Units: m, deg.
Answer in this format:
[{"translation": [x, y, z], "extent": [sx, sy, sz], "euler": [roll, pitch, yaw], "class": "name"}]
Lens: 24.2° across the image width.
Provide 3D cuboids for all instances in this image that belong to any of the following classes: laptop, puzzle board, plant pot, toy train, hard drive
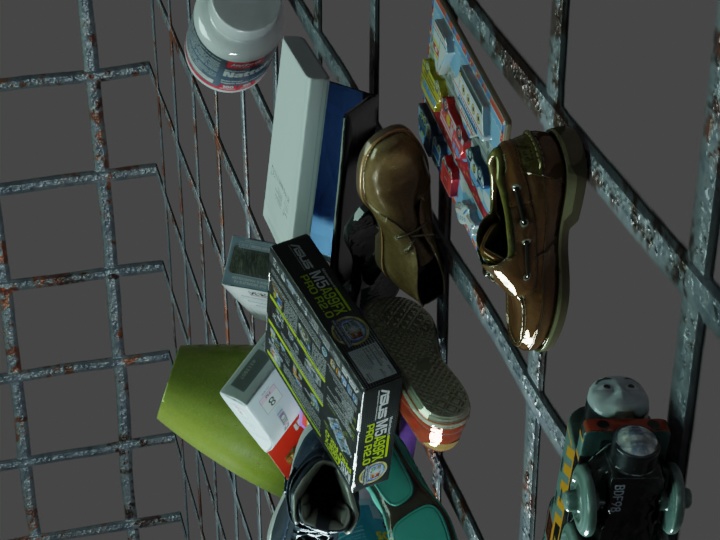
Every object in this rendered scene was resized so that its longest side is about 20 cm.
[{"translation": [-0.050, -0.093, 1.739], "extent": [0.200, 0.115, 0.189], "euler": [-48, -35, -70], "class": "laptop"}, {"translation": [0.084, -0.122, 1.439], "extent": [0.201, 0.017, 0.152], "euler": [-112, 19, -47], "class": "puzzle board"}, {"translation": [-0.139, 0.165, 2.035], "extent": [0.187, 0.198, 0.189], "euler": [-162, 90, -86], "class": "plant pot"}, {"translation": [0.164, 0.166, 1.126], "extent": [0.114, 0.084, 0.201], "euler": [-99, 9, -52], "class": "toy train"}, {"translation": [-0.068, -0.126, 1.741], "extent": [0.132, 0.026, 0.202], "euler": [-119, 33, -60], "class": "hard drive"}]

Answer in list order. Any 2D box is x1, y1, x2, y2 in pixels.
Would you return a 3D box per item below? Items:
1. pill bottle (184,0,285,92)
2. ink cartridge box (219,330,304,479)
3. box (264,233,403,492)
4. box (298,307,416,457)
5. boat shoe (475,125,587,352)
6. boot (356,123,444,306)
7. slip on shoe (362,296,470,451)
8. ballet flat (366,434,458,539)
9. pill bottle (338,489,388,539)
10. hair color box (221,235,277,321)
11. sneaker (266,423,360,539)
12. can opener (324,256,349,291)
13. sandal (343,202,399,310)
[{"translation": [-0.160, -0.314, 2.164], "extent": [0.200, 0.118, 0.121], "euler": [132, 129, -74], "class": "pill bottle"}, {"translation": [-0.057, 0.129, 1.858], "extent": [0.057, 0.163, 0.200], "euler": [22, 156, 39], "class": "ink cartridge box"}, {"translation": [-0.030, 0.089, 1.631], "extent": [0.200, 0.044, 0.161], "euler": [55, 154, 36], "class": "box"}, {"translation": [0.000, 0.129, 1.756], "extent": [0.136, 0.039, 0.201], "euler": [36, 144, 25], "class": "box"}, {"translation": [0.116, -0.020, 1.239], "extent": [0.072, 0.067, 0.201], "euler": [-116, 21, -49], "class": "boat shoe"}, {"translation": [0.046, -0.048, 1.535], "extent": [0.076, 0.073, 0.201], "euler": [54, 165, 40], "class": "boot"}, {"translation": [0.049, 0.095, 1.603], "extent": [0.201, 0.073, 0.062], "euler": [-119, 28, -47], "class": "slip on shoe"}, {"translation": [0.054, 0.242, 1.677], "extent": [0.201, 0.067, 0.070], "euler": [62, -170, 21], "class": "ballet flat"}, {"translation": [0.010, 0.342, 1.829], "extent": [0.111, 0.110, 0.201], "euler": [95, 162, -45], "class": "pill bottle"}, {"translation": [-0.089, 0.019, 1.945], "extent": [0.200, 0.098, 0.061], "euler": [59, -137, -76], "class": "hair color box"}, {"translation": [-0.050, 0.269, 1.723], "extent": [0.146, 0.076, 0.204], "euler": [-112, 30, -75], "class": "sneaker"}, {"translation": [0.000, 0.000, 1.820], "extent": [0.063, 0.078, 0.201], "euler": [-47, 41, 21], "class": "can opener"}, {"translation": [0.026, -0.010, 1.668], "extent": [0.048, 0.075, 0.201], "euler": [53, 162, 27], "class": "sandal"}]
